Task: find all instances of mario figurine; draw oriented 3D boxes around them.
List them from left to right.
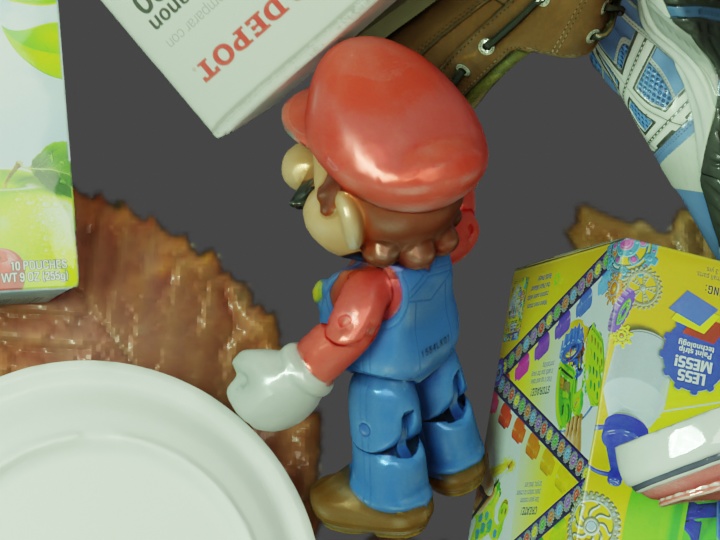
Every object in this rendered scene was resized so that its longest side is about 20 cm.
[{"bbox_3d":[0.000,0.000,0.960,0.106,0.123,0.200,-2,114,2],"label":"mario figurine"}]

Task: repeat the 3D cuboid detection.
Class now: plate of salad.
[{"bbox_3d":[-0.112,0.136,0.943,0.200,0.048,0.200,1,87,-21],"label":"plate of salad"}]

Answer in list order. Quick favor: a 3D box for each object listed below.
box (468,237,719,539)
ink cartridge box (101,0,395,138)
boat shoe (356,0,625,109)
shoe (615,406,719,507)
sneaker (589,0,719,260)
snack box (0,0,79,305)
[{"bbox_3d":[0.161,0.106,1.004,0.200,0.122,0.193,13,80,-17],"label":"box"},{"bbox_3d":[-0.059,-0.176,0.939,0.200,0.146,0.085,49,35,-4],"label":"ink cartridge box"},{"bbox_3d":[0.083,-0.123,0.984,0.068,0.200,0.072,57,35,-2],"label":"boat shoe"},{"bbox_3d":[0.198,0.085,0.915,0.200,0.071,0.091,-11,81,-24],"label":"shoe"},{"bbox_3d":[0.152,-0.085,1.055,0.076,0.077,0.200,-29,111,-30],"label":"sneaker"},{"bbox_3d":[-0.218,-0.054,0.930,0.200,0.053,0.142,-3,83,-19],"label":"snack box"}]
